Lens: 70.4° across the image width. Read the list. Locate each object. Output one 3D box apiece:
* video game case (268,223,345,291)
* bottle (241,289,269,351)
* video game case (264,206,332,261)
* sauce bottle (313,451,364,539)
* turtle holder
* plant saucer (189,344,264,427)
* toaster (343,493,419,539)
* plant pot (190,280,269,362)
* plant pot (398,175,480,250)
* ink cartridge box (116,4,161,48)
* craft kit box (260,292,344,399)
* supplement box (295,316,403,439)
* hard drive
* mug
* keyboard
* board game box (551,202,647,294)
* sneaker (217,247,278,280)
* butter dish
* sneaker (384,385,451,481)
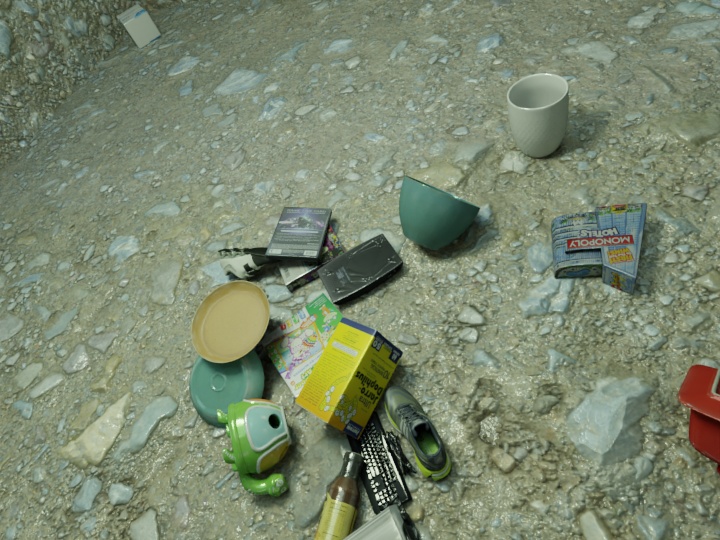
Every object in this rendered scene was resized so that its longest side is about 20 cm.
[{"bbox_3d":[-0.148,-0.058,1.403,0.180,0.036,0.201,-29,47,-2],"label":"video game case"},{"bbox_3d":[-0.277,0.144,1.226,0.083,0.065,0.202,21,87,17],"label":"bottle"},{"bbox_3d":[-0.164,-0.102,1.385,0.141,0.019,0.201,3,45,9],"label":"video game case"},{"bbox_3d":[-0.037,0.439,0.936,0.064,0.065,0.201,2,52,24],"label":"sauce bottle"},{"bbox_3d":[-0.207,0.347,1.032,0.130,0.142,0.186,-13,37,-11],"label":"turtle holder"},{"bbox_3d":[-0.315,0.255,1.162,0.198,0.036,0.203,-4,79,18],"label":"plant saucer"},{"bbox_3d":[0.046,0.484,0.830,0.128,0.114,0.201,-31,49,-1],"label":"toaster"},{"bbox_3d":[-0.294,0.119,1.171,0.198,0.028,0.202,-9,59,14],"label":"plant pot"},{"bbox_3d":[0.173,-0.131,1.247,0.200,0.199,0.136,34,107,39],"label":"plant pot"},{"bbox_3d":[-1.241,-1.368,2.854,0.146,0.147,0.200,-36,48,-8],"label":"ink cartridge box"},{"bbox_3d":[-0.111,0.176,1.194,0.199,0.049,0.197,-38,51,-10],"label":"craft kit box"},{"bbox_3d":[-0.021,0.217,1.043,0.109,0.109,0.201,15,71,46],"label":"supplement box"},{"bbox_3d":[0.000,0.000,1.290,0.199,0.042,0.135,-30,48,-3],"label":"hard drive"},{"bbox_3d":[0.464,-0.410,1.340,0.146,0.176,0.202,-8,50,16],"label":"mug"},{"bbox_3d":[0.036,0.354,0.989,0.103,0.040,0.201,-28,48,0],"label":"keyboard"},{"bbox_3d":[0.518,-0.045,1.097,0.198,0.062,0.201,-4,51,20],"label":"board game box"},{"bbox_3d":[-0.300,-0.016,1.410,0.198,0.090,0.074,1,14,27],"label":"sneaker"},{"bbox_3d":[0.587,0.256,0.776,0.199,0.150,0.198,20,22,36],"label":"butter dish"},{"bbox_3d":[0.108,0.294,0.974,0.073,0.081,0.200,-26,48,-15],"label":"sneaker"}]
